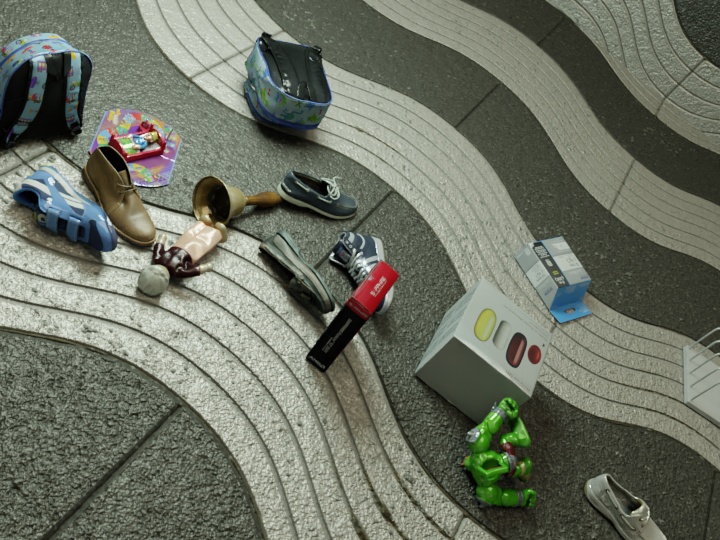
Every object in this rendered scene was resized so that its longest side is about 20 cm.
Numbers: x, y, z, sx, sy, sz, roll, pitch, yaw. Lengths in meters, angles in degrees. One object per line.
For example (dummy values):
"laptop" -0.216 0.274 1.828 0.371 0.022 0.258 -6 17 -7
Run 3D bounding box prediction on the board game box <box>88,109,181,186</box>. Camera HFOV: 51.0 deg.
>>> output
"board game box" -0.430 -0.254 1.466 0.157 0.039 0.201 21 45 -19

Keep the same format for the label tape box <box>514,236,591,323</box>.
"label tape box" 0.490 0.020 1.852 0.143 0.066 0.201 -10 60 -39

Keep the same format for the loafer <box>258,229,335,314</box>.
"loafer" -0.124 0.012 1.448 0.063 0.072 0.200 -27 64 -24

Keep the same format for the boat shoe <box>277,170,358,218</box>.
"boat shoe" -0.081 -0.167 1.611 0.199 0.062 0.075 17 39 -32

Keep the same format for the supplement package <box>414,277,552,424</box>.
"supplement package" 0.249 0.165 1.505 0.191 0.147 0.200 38 42 -2

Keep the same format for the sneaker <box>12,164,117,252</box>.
"sneaker" -0.495 -0.090 1.268 0.200 0.074 0.082 37 44 9

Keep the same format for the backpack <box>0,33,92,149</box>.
"backpack" -0.571 -0.331 1.319 0.182 0.200 0.135 -26 71 -43

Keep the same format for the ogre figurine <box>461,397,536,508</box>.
"ogre figurine" 0.254 0.346 1.382 0.119 0.201 0.098 -12 22 -25

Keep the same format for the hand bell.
"hand bell" -0.224 -0.140 1.497 0.199 0.104 0.104 -14 63 -54

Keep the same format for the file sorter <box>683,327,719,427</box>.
"file sorter" 0.906 0.267 1.888 0.138 0.125 0.200 32 44 -6

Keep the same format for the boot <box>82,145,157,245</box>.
"boot" -0.425 -0.134 1.346 0.073 0.075 0.200 -27 76 -47

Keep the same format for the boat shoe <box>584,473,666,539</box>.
"boat shoe" 0.538 0.483 1.494 0.200 0.069 0.071 41 41 1

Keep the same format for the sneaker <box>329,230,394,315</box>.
"sneaker" 0.000 0.000 1.527 0.108 0.070 0.201 18 40 -28

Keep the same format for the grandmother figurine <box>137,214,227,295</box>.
"grandmother figurine" -0.318 -0.023 1.345 0.121 0.061 0.200 21 42 21

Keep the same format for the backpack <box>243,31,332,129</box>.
"backpack" -0.161 -0.407 1.700 0.182 0.147 0.201 4 49 -33

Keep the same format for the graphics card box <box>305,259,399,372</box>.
"graphics card box" -0.016 0.084 1.353 0.051 0.200 0.126 38 42 0
